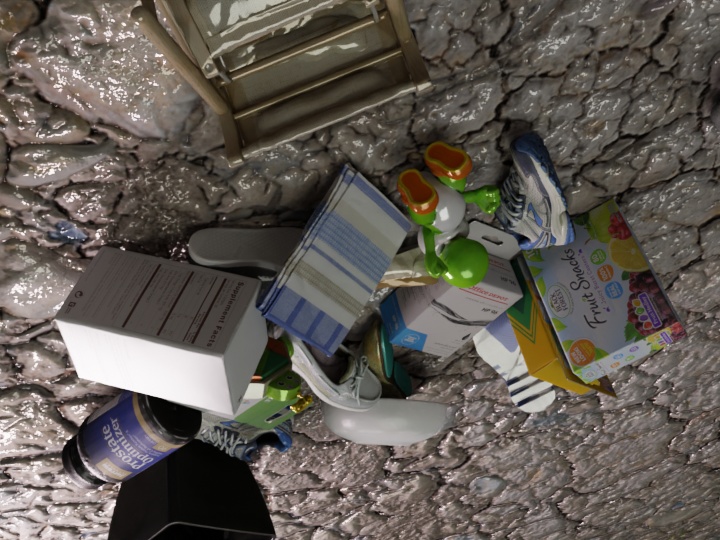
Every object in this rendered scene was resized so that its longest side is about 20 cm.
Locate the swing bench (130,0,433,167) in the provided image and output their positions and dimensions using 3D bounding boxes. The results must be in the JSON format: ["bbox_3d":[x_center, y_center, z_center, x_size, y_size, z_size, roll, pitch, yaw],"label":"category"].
[{"bbox_3d":[-0.065,-0.219,0.713,0.198,0.130,0.200,-20,148,6],"label":"swing bench"}]

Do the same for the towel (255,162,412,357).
[{"bbox_3d":[-0.026,-0.009,0.988,0.147,0.024,0.200,37,82,-46],"label":"towel"}]

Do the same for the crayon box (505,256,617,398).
[{"bbox_3d":[0.265,0.089,1.160,0.126,0.200,0.052,23,129,-39],"label":"crayon box"}]

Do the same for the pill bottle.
[{"bbox_3d":[-0.333,0.236,1.215,0.200,0.112,0.112,-34,139,23],"label":"pill bottle"}]

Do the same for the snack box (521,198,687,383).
[{"bbox_3d":[0.310,0.025,1.093,0.142,0.200,0.053,-31,141,20],"label":"snack box"}]

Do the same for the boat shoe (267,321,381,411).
[{"bbox_3d":[-0.041,0.129,1.169,0.202,0.075,0.065,42,142,-23],"label":"boat shoe"}]

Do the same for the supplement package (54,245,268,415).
[{"bbox_3d":[-0.221,0.068,0.966,0.199,0.118,0.117,12,138,10],"label":"supplement package"}]

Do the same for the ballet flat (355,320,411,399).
[{"bbox_3d":[0.026,0.143,1.264,0.070,0.071,0.200,-19,143,5],"label":"ballet flat"}]

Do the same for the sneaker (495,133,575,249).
[{"bbox_3d":[0.200,-0.082,1.011,0.085,0.077,0.200,-19,143,12],"label":"sneaker"}]

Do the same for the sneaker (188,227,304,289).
[{"bbox_3d":[-0.116,0.002,1.030,0.199,0.071,0.099,4,144,-19],"label":"sneaker"}]

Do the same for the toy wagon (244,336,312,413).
[{"bbox_3d":[-0.146,0.117,1.060,0.155,0.199,0.040,-31,136,-55],"label":"toy wagon"}]

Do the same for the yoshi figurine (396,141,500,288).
[{"bbox_3d":[0.109,-0.048,0.984,0.112,0.112,0.200,-4,149,12],"label":"yoshi figurine"}]

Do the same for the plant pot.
[{"bbox_3d":[-0.281,0.375,1.360,0.199,0.178,0.200,23,128,-39],"label":"plant pot"}]

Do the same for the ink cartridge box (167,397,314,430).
[{"bbox_3d":[-0.174,0.165,1.222,0.104,0.059,0.200,-35,139,25],"label":"ink cartridge box"}]

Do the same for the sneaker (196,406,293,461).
[{"bbox_3d":[-0.194,0.248,1.302,0.199,0.085,0.077,2,140,-20],"label":"sneaker"}]

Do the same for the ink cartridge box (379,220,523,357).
[{"bbox_3d":[0.135,0.030,1.148,0.116,0.068,0.200,17,133,-35],"label":"ink cartridge box"}]

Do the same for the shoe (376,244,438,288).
[{"bbox_3d":[0.000,0.000,1.081,0.199,0.070,0.054,-7,103,-6],"label":"shoe"}]

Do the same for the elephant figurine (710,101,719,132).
[{"bbox_3d":[0.514,-0.202,0.955,0.200,0.155,0.142,-34,97,8],"label":"elephant figurine"}]

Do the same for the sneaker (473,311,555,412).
[{"bbox_3d":[0.223,0.110,1.277,0.080,0.115,0.200,-25,113,11],"label":"sneaker"}]

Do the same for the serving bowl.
[{"bbox_3d":[0.035,0.238,1.315,0.199,0.066,0.200,3,168,1],"label":"serving bowl"}]
